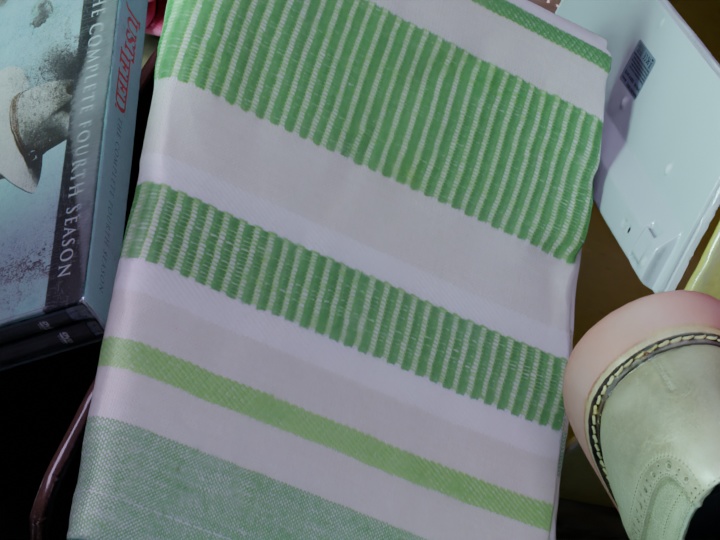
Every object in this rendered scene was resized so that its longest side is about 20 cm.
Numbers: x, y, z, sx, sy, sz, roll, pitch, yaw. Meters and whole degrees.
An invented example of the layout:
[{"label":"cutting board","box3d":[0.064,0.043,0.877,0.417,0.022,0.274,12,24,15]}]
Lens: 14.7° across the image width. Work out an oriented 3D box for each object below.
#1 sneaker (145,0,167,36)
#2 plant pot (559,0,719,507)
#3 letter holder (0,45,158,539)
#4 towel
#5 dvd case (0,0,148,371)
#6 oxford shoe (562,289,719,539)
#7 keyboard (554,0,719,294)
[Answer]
[{"label":"sneaker","box3d":[-0.067,-0.127,0.977,0.095,0.079,0.200,-39,65,-16]},{"label":"plant pot","box3d":[0.137,-0.006,0.850,0.141,0.200,0.201,22,52,-15]},{"label":"letter holder","box3d":[-0.051,0.010,0.828,0.100,0.142,0.200,22,55,9]},{"label":"towel","box3d":[0.000,0.000,0.748,0.152,0.023,0.201,24,62,-32]},{"label":"dvd case","box3d":[-0.159,-0.012,0.839,0.199,0.022,0.146,-15,45,18]},{"label":"oxford shoe","box3d":[0.115,0.095,0.762,0.071,0.200,0.074,-33,39,8]},{"label":"keyboard","box3d":[0.080,-0.052,0.829,0.011,0.056,0.200,28,15,-17]}]
